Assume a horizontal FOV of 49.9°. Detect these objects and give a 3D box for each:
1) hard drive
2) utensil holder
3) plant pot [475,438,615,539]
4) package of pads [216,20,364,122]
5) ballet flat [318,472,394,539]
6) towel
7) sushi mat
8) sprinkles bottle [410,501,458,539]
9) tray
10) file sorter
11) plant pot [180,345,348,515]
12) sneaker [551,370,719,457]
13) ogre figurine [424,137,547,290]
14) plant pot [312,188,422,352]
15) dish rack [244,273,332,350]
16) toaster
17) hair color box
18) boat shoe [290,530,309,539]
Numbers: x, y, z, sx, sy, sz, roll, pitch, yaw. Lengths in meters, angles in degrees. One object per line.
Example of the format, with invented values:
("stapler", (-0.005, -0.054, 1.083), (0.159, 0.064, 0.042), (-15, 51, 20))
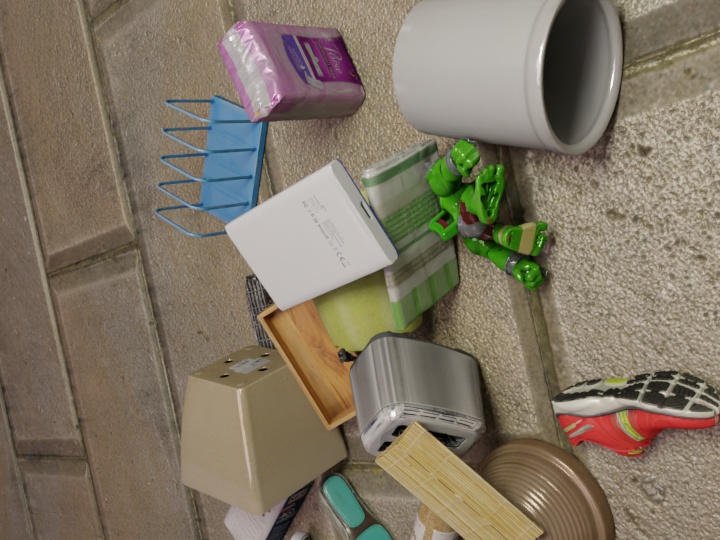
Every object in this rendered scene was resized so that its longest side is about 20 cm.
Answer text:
("hard drive", (-0.063, -0.036, 0.929), (0.199, 0.025, 0.133), (-23, 106, 41))
("utensil holder", (0.156, -0.220, 0.847), (0.198, 0.169, 0.173), (14, 108, 42))
("plant pot", (0.206, 0.322, 0.967), (0.199, 0.092, 0.204), (12, 108, 41))
("package of pads", (-0.088, -0.266, 1.047), (0.075, 0.199, 0.122), (-27, 84, 38))
("ballet flat", (0.001, 0.408, 1.211), (0.201, 0.067, 0.064), (53, 157, 23))
("towel", (0.063, -0.047, 0.959), (0.030, 0.149, 0.203), (5, 115, 39))
("sushi mat", (0.115, 0.265, 0.914), (0.199, 0.012, 0.096), (41, 125, -1))
("sprinkles bottle", (0.101, 0.389, 1.096), (0.068, 0.068, 0.203), (28, 117, 36))
("tray", (-0.057, 0.124, 1.145), (0.098, 0.037, 0.202), (-30, 97, 10))
("file sorter", (-0.253, -0.171, 1.277), (0.138, 0.122, 0.203), (28, 118, 36))
("plant pot", (-0.164, 0.228, 1.207), (0.198, 0.199, 0.180), (4, 109, 42))
("sneaker", (0.309, 0.165, 0.860), (0.199, 0.077, 0.086), (-12, 102, 51))
("ogre figurine", (0.140, -0.070, 0.920), (0.099, 0.199, 0.120), (-59, 30, -4))
("plant pot", (0.000, 0.000, 1.043), (0.199, 0.199, 0.187), (-5, 107, 43))
("dish rack", (-0.109, 0.061, 1.238), (0.198, 0.054, 0.156), (-13, 89, 46))
("toaster", (0.068, 0.165, 0.980), (0.114, 0.198, 0.130), (-54, 29, 35))
("hair color box", (-0.164, 0.407, 1.356), (0.100, 0.060, 0.202), (45, 126, 27))
("boat shoe", (-0.092, 0.541, 1.317), (0.065, 0.070, 0.203), (10, 104, 23))
